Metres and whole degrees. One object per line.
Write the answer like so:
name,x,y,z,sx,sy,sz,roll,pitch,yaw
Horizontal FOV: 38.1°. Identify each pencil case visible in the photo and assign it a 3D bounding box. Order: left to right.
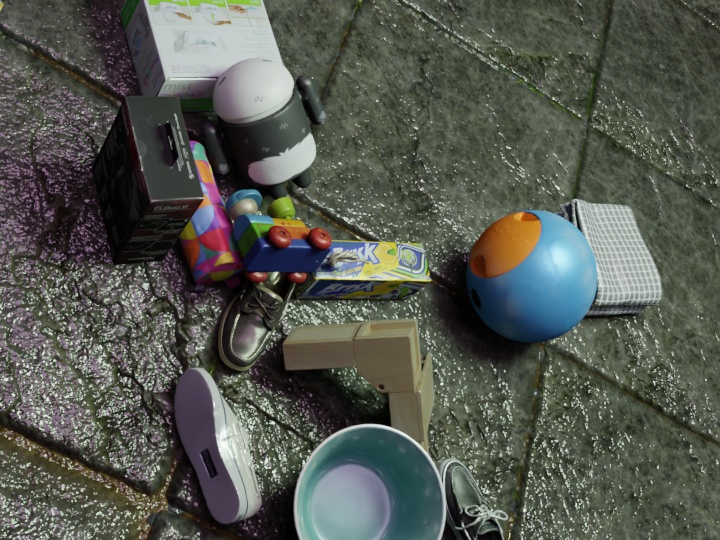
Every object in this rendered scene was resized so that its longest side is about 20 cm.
pencil case,-0.219,-0.074,1.428,0.088,0.088,0.202,-13,75,-35

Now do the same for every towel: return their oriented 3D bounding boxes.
towel,0.417,-0.026,1.780,0.164,0.086,0.202,-2,67,-32

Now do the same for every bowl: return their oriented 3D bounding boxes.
bowl,-0.001,0.302,1.330,0.199,0.105,0.203,4,76,-17

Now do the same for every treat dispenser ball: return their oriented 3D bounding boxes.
treat dispenser ball,0.261,0.010,1.594,0.199,0.201,0.203,14,59,-24

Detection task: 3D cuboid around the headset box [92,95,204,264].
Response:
headset box,-0.274,-0.119,1.340,0.077,0.200,0.150,-6,68,-32

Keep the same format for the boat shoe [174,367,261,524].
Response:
boat shoe,-0.175,0.219,1.319,0.070,0.071,0.201,8,54,-58

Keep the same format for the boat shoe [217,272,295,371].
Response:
boat shoe,-0.136,0.043,1.425,0.073,0.065,0.201,28,54,-15

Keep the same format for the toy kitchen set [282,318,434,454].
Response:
toy kitchen set,0.007,0.167,1.457,0.163,0.178,0.202,-54,139,-73

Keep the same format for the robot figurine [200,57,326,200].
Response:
robot figurine,-0.134,-0.202,1.478,0.151,0.124,0.201,-58,141,-42

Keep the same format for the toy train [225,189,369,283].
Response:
toy train,-0.087,-0.051,1.425,0.199,0.085,0.116,1,49,-44

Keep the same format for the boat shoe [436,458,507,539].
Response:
boat shoe,0.162,0.353,1.442,0.073,0.068,0.201,-3,67,-32

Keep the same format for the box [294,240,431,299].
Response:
box,0.000,0.000,1.525,0.198,0.070,0.065,1,63,-31

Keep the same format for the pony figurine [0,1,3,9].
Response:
pony figurine,-0.546,-0.458,1.402,0.200,0.166,0.194,37,59,-28

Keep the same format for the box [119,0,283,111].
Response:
box,-0.231,-0.333,1.543,0.198,0.097,0.178,-7,70,-34
